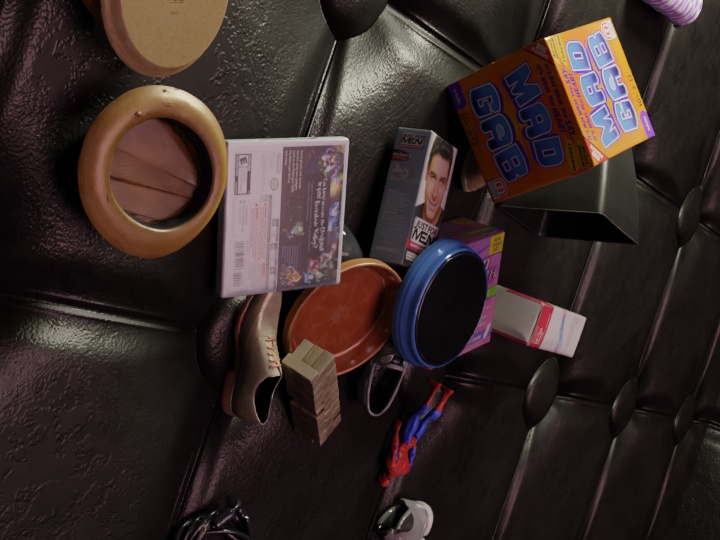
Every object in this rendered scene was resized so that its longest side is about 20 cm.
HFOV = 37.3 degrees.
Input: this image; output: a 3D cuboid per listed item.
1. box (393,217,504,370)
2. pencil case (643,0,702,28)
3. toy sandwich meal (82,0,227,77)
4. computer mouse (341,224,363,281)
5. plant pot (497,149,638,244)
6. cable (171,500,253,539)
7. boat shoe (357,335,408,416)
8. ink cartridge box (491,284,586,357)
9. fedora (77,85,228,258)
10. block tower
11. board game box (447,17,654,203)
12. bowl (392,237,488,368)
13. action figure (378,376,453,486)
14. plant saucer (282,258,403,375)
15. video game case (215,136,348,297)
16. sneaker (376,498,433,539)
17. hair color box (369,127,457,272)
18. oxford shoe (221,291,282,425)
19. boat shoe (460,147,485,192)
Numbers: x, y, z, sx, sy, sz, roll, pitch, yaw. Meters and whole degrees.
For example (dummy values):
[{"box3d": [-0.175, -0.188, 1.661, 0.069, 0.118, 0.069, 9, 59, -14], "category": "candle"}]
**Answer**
[{"box3d": [0.138, 0.034, 1.740, 0.175, 0.096, 0.202, -18, 119, -48], "category": "box"}, {"box3d": [0.603, -0.544, 2.095, 0.199, 0.085, 0.084, 11, 105, -55], "category": "pencil case"}, {"box3d": [-0.221, -0.306, 1.130, 0.205, 0.070, 0.207, -35, 136, -44], "category": "toy sandwich meal"}, {"box3d": [0.000, 0.000, 1.582, 0.140, 0.046, 0.201, -38, 134, -35], "category": "computer mouse"}, {"box3d": [0.389, -0.163, 1.914, 0.200, 0.198, 0.179, 27, 74, -54], "category": "plant pot"}, {"box3d": [-0.211, 0.430, 1.503, 0.163, 0.051, 0.201, -31, 130, -42], "category": "cable"}, {"box3d": [0.050, 0.135, 1.656, 0.070, 0.072, 0.202, 12, 111, -18], "category": "boat shoe"}, {"box3d": [0.299, 0.088, 1.938, 0.199, 0.147, 0.086, 20, 90, -54], "category": "ink cartridge box"}, {"box3d": [-0.239, -0.113, 1.179, 0.200, 0.081, 0.202, -20, 119, -42], "category": "fedora"}, {"box3d": [-0.067, 0.176, 1.526, 0.058, 0.054, 0.201, -50, 156, -27], "category": "block tower"}, {"box3d": [0.298, -0.249, 1.669, 0.199, 0.199, 0.201, -26, 95, -44], "category": "board game box"}, {"box3d": [0.126, 0.053, 1.619, 0.200, 0.039, 0.202, -26, 126, -42], "category": "bowl"}, {"box3d": [0.086, 0.281, 1.830, 0.065, 0.052, 0.201, 34, 83, -48], "category": "action figure"}, {"box3d": [-0.026, 0.067, 1.547, 0.199, 0.032, 0.201, -22, 134, -25], "category": "plant saucer"}, {"box3d": [-0.101, -0.071, 1.384, 0.181, 0.023, 0.202, -6, 108, -33], "category": "video game case"}, {"box3d": [0.054, 0.494, 1.880, 0.115, 0.075, 0.201, 34, 68, -49], "category": "sneaker"}, {"box3d": [0.081, -0.102, 1.601, 0.099, 0.060, 0.202, 20, 81, -60], "category": "hair color box"}, {"box3d": [-0.128, 0.110, 1.439, 0.071, 0.073, 0.202, -4, 109, -52], "category": "oxford shoe"}, {"box3d": [0.239, -0.198, 1.791, 0.200, 0.065, 0.073, -44, 137, -33], "category": "boat shoe"}]
